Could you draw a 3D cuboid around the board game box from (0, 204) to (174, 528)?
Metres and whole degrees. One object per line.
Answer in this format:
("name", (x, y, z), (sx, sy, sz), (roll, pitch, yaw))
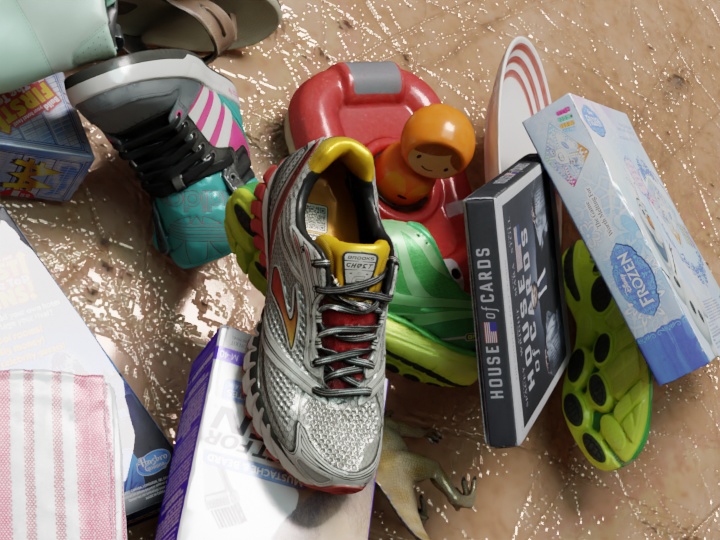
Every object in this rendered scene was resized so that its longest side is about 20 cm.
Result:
("board game box", (-0.224, 0.073, 0.767), (0.199, 0.062, 0.201), (-17, 76, -34))

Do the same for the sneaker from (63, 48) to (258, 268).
("sneaker", (-0.116, -0.064, 0.846), (0.200, 0.083, 0.122), (2, 71, -74))

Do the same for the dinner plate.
("dinner plate", (0.119, -0.070, 0.991), (0.200, 0.024, 0.203), (-5, 90, -70))

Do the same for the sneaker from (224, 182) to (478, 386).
("sneaker", (0.000, 0.000, 0.849), (0.199, 0.074, 0.084), (33, 67, -21))

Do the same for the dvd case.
("dvd case", (0.105, 0.011, 0.868), (0.200, 0.024, 0.152), (-36, 121, -69))

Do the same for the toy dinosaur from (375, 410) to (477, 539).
("toy dinosaur", (0.023, 0.131, 0.858), (0.101, 0.058, 0.201), (35, 19, -38))

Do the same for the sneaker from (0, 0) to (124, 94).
("sneaker", (-0.197, -0.199, 0.787), (0.117, 0.074, 0.202), (-12, 73, -7))

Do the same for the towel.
("towel", (-0.220, 0.124, 0.693), (0.198, 0.030, 0.148), (4, 66, -26))

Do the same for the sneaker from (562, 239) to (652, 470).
("sneaker", (0.196, 0.059, 0.993), (0.083, 0.074, 0.201), (35, 42, -31))

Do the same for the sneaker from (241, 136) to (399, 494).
("sneaker", (-0.020, 0.020, 0.728), (0.077, 0.082, 0.202), (2, 71, -27))

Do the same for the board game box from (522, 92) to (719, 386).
("board game box", (0.202, -0.025, 0.967), (0.201, 0.043, 0.200), (65, 21, 8))

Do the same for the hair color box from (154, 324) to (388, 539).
("hair color box", (-0.054, 0.142, 0.738), (0.108, 0.065, 0.202), (18, 58, -17))

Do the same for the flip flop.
("flip flop", (-0.125, -0.165, 0.901), (0.199, 0.081, 0.058), (-7, 66, -58))

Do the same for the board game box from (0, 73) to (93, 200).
("board game box", (-0.267, -0.119, 0.826), (0.199, 0.062, 0.201), (-31, 84, -37))

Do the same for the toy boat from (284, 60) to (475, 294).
("toy boat", (0.035, -0.069, 0.940), (0.129, 0.131, 0.202), (-7, 71, -32))
